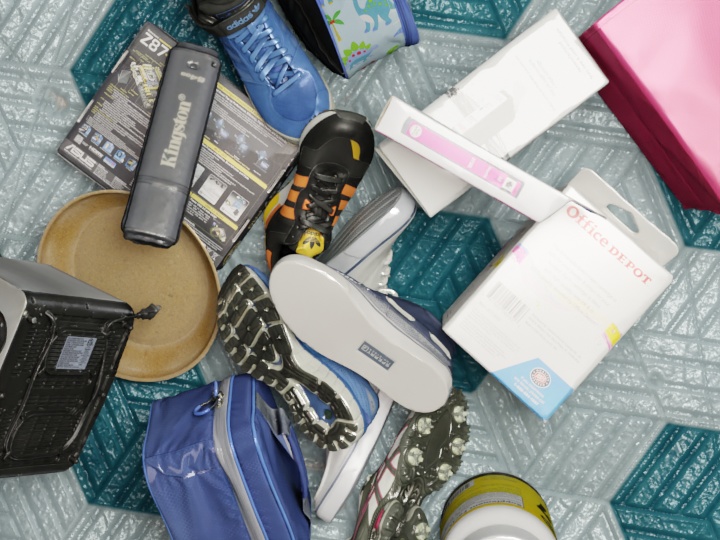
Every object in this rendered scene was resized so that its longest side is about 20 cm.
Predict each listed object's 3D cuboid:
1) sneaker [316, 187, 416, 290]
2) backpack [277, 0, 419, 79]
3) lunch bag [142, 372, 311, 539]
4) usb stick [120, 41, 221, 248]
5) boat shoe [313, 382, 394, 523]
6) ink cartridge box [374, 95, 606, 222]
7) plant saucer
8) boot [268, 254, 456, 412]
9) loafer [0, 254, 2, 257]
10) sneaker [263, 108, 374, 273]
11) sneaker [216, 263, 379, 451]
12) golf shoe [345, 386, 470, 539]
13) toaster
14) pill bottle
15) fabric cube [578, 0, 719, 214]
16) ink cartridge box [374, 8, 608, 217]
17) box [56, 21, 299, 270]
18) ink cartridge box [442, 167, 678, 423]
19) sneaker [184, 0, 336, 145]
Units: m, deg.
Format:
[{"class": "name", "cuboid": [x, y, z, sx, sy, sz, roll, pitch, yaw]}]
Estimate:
[{"class": "sneaker", "cuboid": [0.000, 0.000, 1.123, 0.071, 0.073, 0.200, 35, 127, -13]}, {"class": "backpack", "cuboid": [-0.014, -0.288, 1.061, 0.146, 0.183, 0.201, -26, 112, 0]}, {"class": "lunch bag", "cuboid": [-0.117, 0.193, 1.109, 0.131, 0.136, 0.201, -15, 117, 4]}, {"class": "usb stick", "cuboid": [-0.176, -0.117, 1.090, 0.055, 0.033, 0.202, 12, 75, 0]}, {"class": "boat shoe", "cuboid": [-0.009, 0.147, 1.154, 0.065, 0.074, 0.201, 24, 85, 6]}, {"class": "ink cartridge box", "cuboid": [0.105, -0.083, 0.968, 0.199, 0.095, 0.037, 27, 97, 0]}, {"class": "plant saucer", "cuboid": [-0.223, 0.012, 1.151, 0.198, 0.035, 0.202, 6, 112, 15]}, {"class": "boot", "cuboid": [0.004, 0.044, 1.074, 0.200, 0.091, 0.073, 41, 117, -12]}, {"class": "loafer", "cuboid": [-0.391, 0.024, 1.171, 0.072, 0.072, 0.201, -29, 91, 6]}, {"class": "sneaker", "cuboid": [-0.037, -0.060, 1.079, 0.069, 0.200, 0.091, 12, 53, -19]}, {"class": "sneaker", "cuboid": [-0.057, 0.076, 1.100, 0.079, 0.089, 0.200, -43, 81, 30]}, {"class": "golf shoe", "cuboid": [0.040, 0.199, 1.143, 0.077, 0.088, 0.201, 35, 70, -31]}, {"class": "toaster", "cuboid": [-0.310, 0.087, 1.069, 0.118, 0.200, 0.182, 26, 96, 24]}, {"class": "pill bottle", "cuboid": [0.128, 0.263, 1.079, 0.113, 0.200, 0.115, 0, 94, 5]}, {"class": "fabric cube", "cuboid": [0.327, -0.188, 1.036, 0.196, 0.200, 0.200, -38, 92, 5]}, {"class": "ink cartridge box", "cuboid": [0.119, -0.141, 1.082, 0.199, 0.144, 0.084, -36, 91, 7]}, {"class": "box", "cuboid": [-0.175, -0.122, 1.156, 0.199, 0.049, 0.162, 36, 97, 1]}, {"class": "ink cartridge box", "cuboid": [0.188, 0.017, 1.096, 0.128, 0.125, 0.200, 42, 95, 1]}, {"class": "sneaker", "cuboid": [-0.097, -0.210, 1.080, 0.076, 0.111, 0.201, -31, 68, 9]}]
